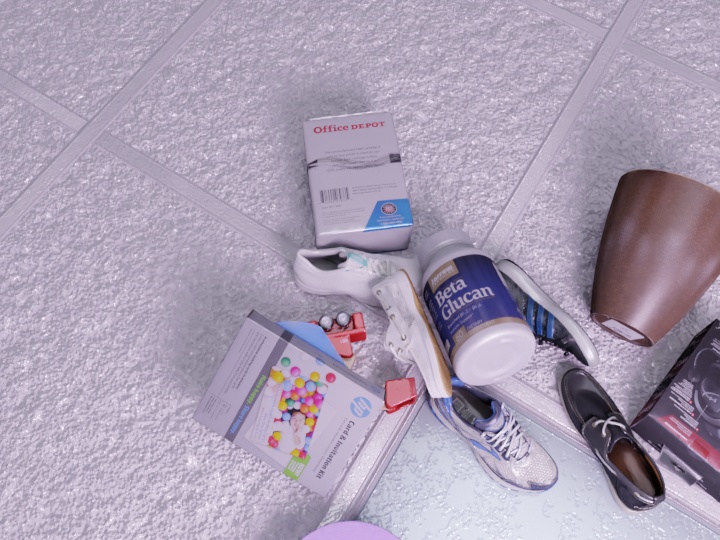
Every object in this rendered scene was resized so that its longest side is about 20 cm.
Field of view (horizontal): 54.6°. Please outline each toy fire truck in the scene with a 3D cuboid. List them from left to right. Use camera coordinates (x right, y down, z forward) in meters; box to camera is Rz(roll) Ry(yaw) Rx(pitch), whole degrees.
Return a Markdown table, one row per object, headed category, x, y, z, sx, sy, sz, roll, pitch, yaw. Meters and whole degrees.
| category | x | y | z | sx | sy | sz | roll | pitch | yaw |
| --- | --- | --- | --- | --- | --- | --- | --- | --- | --- |
| toy fire truck | -0.030 | 0.133 | 0.958 | 0.196 | 0.049 | 0.143 | -10 | 69 | -3 |

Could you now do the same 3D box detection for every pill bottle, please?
| category | x | y | z | sx | sy | sz | roll | pitch | yaw |
| --- | --- | --- | --- | --- | --- | --- | --- | --- | --- |
| pill bottle | 0.145 | 0.041 | 0.935 | 0.109 | 0.112 | 0.202 | -14 | 48 | -7 |

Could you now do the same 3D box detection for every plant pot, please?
| category | x | y | z | sx | sy | sz | roll | pitch | yaw |
| --- | --- | --- | --- | --- | --- | --- | --- | --- | --- |
| plant pot | 0.407 | -0.003 | 0.976 | 0.185 | 0.187 | 0.202 | 28 | 82 | 12 |

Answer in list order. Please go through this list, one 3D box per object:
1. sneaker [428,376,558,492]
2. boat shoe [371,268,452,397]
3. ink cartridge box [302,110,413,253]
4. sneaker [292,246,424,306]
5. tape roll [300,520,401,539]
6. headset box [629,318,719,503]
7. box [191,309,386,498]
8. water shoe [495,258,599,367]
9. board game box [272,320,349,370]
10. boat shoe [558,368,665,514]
| category | x | y | z | sx | sy | sz | roll | pitch | yaw |
| --- | --- | --- | --- | --- | --- | --- | --- | --- | --- |
| sneaker | 0.172 | 0.211 | 0.905 | 0.199 | 0.086 | 0.077 | 36 | 69 | 14 |
| boat shoe | 0.063 | 0.091 | 0.925 | 0.068 | 0.071 | 0.202 | -24 | 48 | 5 |
| ink cartridge box | -0.008 | -0.131 | 1.063 | 0.142 | 0.085 | 0.203 | -6 | 66 | -5 |
| sneaker | 0.000 | 0.000 | 0.999 | 0.196 | 0.089 | 0.076 | 2 | 63 | -1 |
| tape roll | -0.012 | 0.406 | 0.822 | 0.196 | 0.066 | 0.203 | 0 | 65 | 0 |
| headset box | 0.470 | 0.192 | 0.925 | 0.148 | 0.078 | 0.200 | 39 | 71 | 16 |
| box | -0.090 | 0.168 | 0.878 | 0.198 | 0.041 | 0.157 | 31 | 104 | -3 |
| water shoe | 0.248 | 0.075 | 0.991 | 0.079 | 0.071 | 0.200 | -44 | 67 | 4 |
| board game box | -0.081 | 0.158 | 0.917 | 0.157 | 0.039 | 0.202 | -32 | 98 | 11 |
| boat shoe | 0.331 | 0.214 | 0.918 | 0.071 | 0.068 | 0.202 | -21 | 66 | -9 |
